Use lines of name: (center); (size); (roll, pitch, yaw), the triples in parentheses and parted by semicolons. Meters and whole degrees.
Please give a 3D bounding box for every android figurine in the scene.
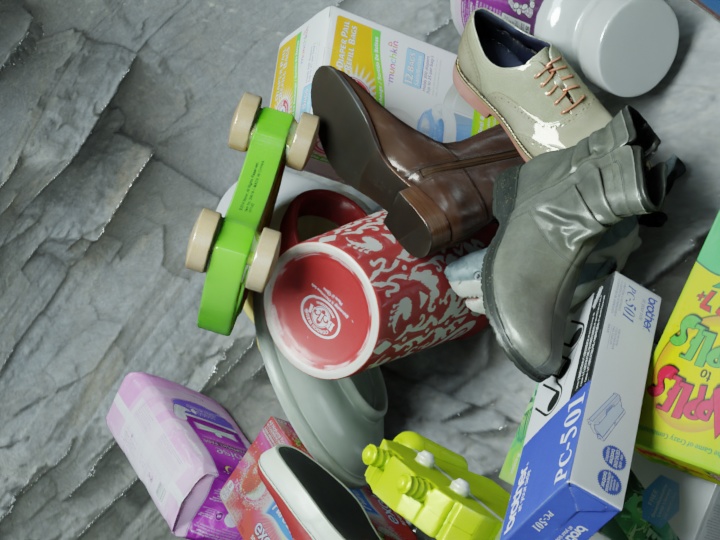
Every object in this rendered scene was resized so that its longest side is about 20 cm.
android figurine: (0.083, 0.174, 1.113); (0.041, 0.199, 0.182); (-60, 36, 3)

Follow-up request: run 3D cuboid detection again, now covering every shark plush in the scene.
shark plush: (0.167, -0.024, 1.186); (0.200, 0.083, 0.091); (-35, 2, 15)

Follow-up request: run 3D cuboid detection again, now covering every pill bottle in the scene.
pill bottle: (0.170, -0.212, 1.272); (0.200, 0.112, 0.113); (36, 101, 52)

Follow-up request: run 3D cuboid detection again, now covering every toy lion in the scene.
toy lion: (-0.093, -0.029, 1.223); (0.192, 0.068, 0.201); (109, 177, -51)

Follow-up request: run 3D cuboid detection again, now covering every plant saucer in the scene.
plant saucer: (-0.022, 0.086, 1.304); (0.050, 0.200, 0.201); (-25, 51, 15)

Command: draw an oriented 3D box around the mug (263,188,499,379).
mug: (0.002, 0.012, 1.249); (0.177, 0.200, 0.134); (8, 105, 30)

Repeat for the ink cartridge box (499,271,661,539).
ink cartridge box: (0.154, 0.101, 1.052); (0.094, 0.044, 0.201); (-54, 11, 45)

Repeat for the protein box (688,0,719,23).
protein box: (0.333, -0.222, 1.007); (0.199, 0.199, 0.135); (-55, 39, 16)

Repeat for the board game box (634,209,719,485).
board game box: (0.263, 0.044, 1.037); (0.101, 0.048, 0.201); (16, 76, 51)

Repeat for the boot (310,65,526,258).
boot: (0.077, -0.107, 1.241); (0.187, 0.199, 0.064); (58, 142, 14)

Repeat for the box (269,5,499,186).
box: (0.028, -0.132, 1.320); (0.101, 0.199, 0.113); (-23, 54, 58)

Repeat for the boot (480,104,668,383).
boot: (0.156, -0.027, 1.087); (0.130, 0.068, 0.201); (-28, 41, 34)

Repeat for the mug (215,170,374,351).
mug: (-0.081, -0.012, 1.459); (0.187, 0.149, 0.153); (-56, 31, 4)

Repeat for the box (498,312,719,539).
box: (0.201, 0.125, 1.129); (0.200, 0.036, 0.145); (22, 89, 53)

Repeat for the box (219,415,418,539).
box: (-0.028, 0.227, 1.303); (0.096, 0.099, 0.200); (-56, 38, 14)

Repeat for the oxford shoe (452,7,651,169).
oxford shoe: (0.147, -0.131, 1.191); (0.071, 0.074, 0.200); (-39, 62, -25)

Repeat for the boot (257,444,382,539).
boot: (-0.045, 0.246, 1.177); (0.144, 0.072, 0.200); (-47, 66, 19)

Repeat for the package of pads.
package of pads: (-0.158, 0.183, 1.466); (0.076, 0.120, 0.200); (-59, 38, 11)
